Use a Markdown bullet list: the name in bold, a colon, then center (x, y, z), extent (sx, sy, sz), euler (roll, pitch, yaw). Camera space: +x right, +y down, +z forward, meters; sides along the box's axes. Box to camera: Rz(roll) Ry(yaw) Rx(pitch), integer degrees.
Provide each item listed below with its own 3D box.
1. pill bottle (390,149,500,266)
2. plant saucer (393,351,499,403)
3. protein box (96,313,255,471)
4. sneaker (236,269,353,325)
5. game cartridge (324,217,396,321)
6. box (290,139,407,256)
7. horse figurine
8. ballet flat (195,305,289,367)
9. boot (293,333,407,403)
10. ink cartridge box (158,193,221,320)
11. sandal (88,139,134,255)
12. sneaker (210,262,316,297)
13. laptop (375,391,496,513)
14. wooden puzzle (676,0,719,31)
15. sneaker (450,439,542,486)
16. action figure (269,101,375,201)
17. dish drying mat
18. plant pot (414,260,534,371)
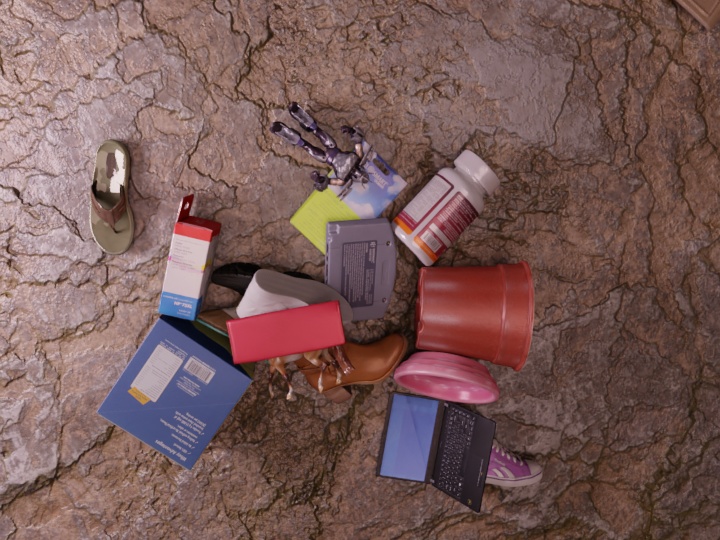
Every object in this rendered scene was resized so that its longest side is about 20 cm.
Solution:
- **pill bottle**: center (0.155, -0.115, 1.184), extent (0.109, 0.110, 0.200), euler (43, 93, -11)
- **plant saucer**: center (0.162, 0.198, 1.209), extent (0.197, 0.201, 0.052), euler (15, 69, -8)
- **protein box**: center (-0.325, 0.205, 1.174), extent (0.197, 0.135, 0.201), euler (35, 95, -11)
- **sneaker**: center (-0.121, 0.073, 1.158), extent (0.197, 0.074, 0.116), euler (22, 130, -23)
- **game cartridge**: center (0.000, 0.000, 1.191), extent (0.131, 0.041, 0.203), euler (-2, 119, -11)
- **box**: center (-0.023, -0.126, 1.194), extent (0.122, 0.048, 0.200), euler (42, 93, -12)
- **horse figurine**: center (-0.108, 0.154, 1.137), extent (0.196, 0.050, 0.135), euler (-12, 103, 11)
- **ballet flat**: center (-0.208, 0.110, 1.209), extent (0.198, 0.068, 0.073), euler (33, 85, -12)
- **boot**: center (-0.023, 0.149, 1.211), extent (0.198, 0.077, 0.156), euler (-33, 123, 13)
- **ink cartridge box**: center (-0.297, -0.027, 1.147), extent (0.066, 0.116, 0.204), euler (13, 99, -7)
- **sandal**: center (-0.446, -0.128, 1.143), extent (0.078, 0.057, 0.205), euler (0, 100, -6)
- **sneaker**: center (-0.181, 0.042, 1.197), extent (0.196, 0.076, 0.092), euler (12, 108, -4)
- **laptop**: center (0.143, 0.349, 1.256), extent (0.102, 0.198, 0.181), euler (5, 98, -41)
- **wooden puzzle**: center (0.633, -0.579, 1.197), extent (0.199, 0.037, 0.186), euler (34, 94, -15)
- **sneaker**: center (0.276, 0.365, 1.301), extent (0.197, 0.073, 0.117), euler (6, 96, -7)
- **action figure**: center (-0.059, -0.208, 1.132), extent (0.199, 0.069, 0.131), euler (37, 87, 8)
- **dish drying mat**: center (-0.126, 0.105, 1.100), extent (0.196, 0.018, 0.078), euler (-11, 92, 6)
- **plant pot**: center (0.199, 0.075, 1.189), extent (0.191, 0.201, 0.205), euler (5, 99, 1)
